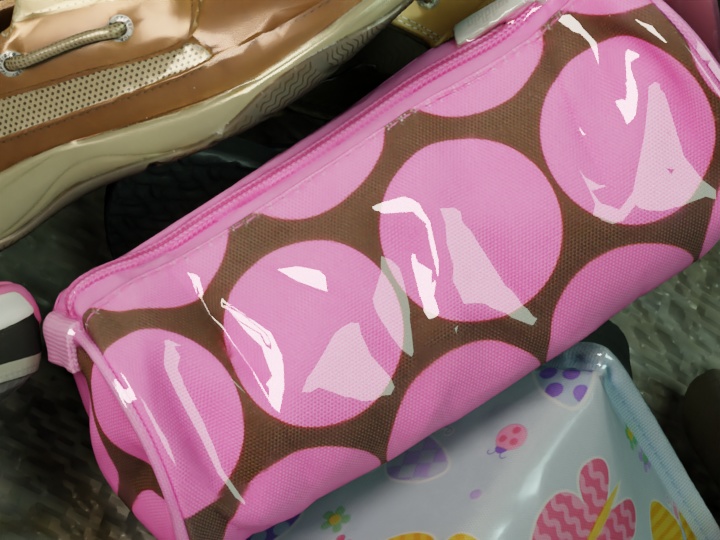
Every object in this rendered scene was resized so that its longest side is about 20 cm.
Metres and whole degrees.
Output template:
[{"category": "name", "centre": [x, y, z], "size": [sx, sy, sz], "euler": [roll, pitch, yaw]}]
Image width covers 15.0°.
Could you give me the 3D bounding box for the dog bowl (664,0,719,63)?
[{"category": "dog bowl", "centre": [0.140, -0.117, 0.846], "size": [0.200, 0.074, 0.200], "euler": [-4, 90, -72]}]

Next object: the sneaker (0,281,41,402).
[{"category": "sneaker", "centre": [-0.153, 0.081, 0.719], "size": [0.200, 0.074, 0.087], "euler": [-40, 105, -27]}]

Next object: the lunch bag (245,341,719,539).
[{"category": "lunch bag", "centre": [0.040, 0.138, 0.808], "size": [0.170, 0.127, 0.200], "euler": [-54, 133, -28]}]

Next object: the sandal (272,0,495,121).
[{"category": "sandal", "centre": [-0.003, -0.073, 0.804], "size": [0.200, 0.054, 0.080], "euler": [-19, 137, -6]}]

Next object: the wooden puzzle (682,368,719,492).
[{"category": "wooden puzzle", "centre": [0.173, 0.135, 0.877], "size": [0.046, 0.185, 0.200], "euler": [-27, 102, 3]}]

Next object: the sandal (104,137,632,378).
[{"category": "sandal", "centre": [0.000, 0.001, 0.849], "size": [0.200, 0.075, 0.048], "euler": [27, 42, -36]}]

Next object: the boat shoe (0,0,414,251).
[{"category": "boat shoe", "centre": [-0.067, -0.067, 0.740], "size": [0.200, 0.076, 0.074], "euler": [-28, 107, 11]}]

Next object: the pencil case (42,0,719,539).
[{"category": "pencil case", "centre": [0.009, -0.006, 0.750], "size": [0.200, 0.091, 0.094], "euler": [-35, 120, -6]}]
